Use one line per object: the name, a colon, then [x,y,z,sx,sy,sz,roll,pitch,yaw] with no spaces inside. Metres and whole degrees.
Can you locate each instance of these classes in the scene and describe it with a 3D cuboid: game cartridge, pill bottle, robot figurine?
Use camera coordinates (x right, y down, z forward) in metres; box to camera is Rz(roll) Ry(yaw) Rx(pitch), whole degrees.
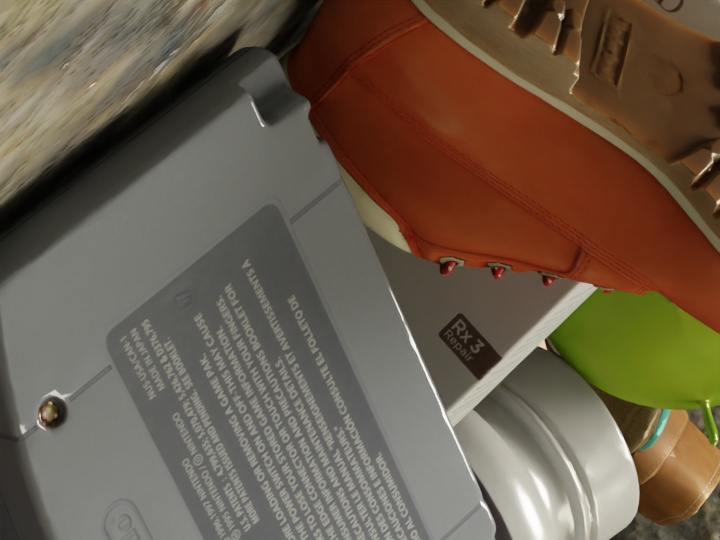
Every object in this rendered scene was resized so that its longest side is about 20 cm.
game cartridge: [-0.038,0.055,0.817,0.040,0.200,0.133,10,-137,47]
pill bottle: [0.001,0.109,1.060,0.200,0.112,0.111,-30,168,-25]
robot figurine: [0.118,-0.031,1.107,0.115,0.176,0.200,-14,-138,13]

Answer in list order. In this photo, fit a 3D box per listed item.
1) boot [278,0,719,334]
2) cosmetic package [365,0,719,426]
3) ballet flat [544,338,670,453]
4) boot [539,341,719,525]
boot: [0.067,-0.024,0.848,0.107,0.200,0.075,-42,-166,39]
cosmetic package: [0.041,-0.037,0.929,0.200,0.113,0.081,-47,172,21]
ballet flat: [0.100,-0.025,1.214,0.068,0.072,0.201,-13,-116,59]
boot: [0.087,0.056,1.276,0.077,0.155,0.200,-44,173,9]
